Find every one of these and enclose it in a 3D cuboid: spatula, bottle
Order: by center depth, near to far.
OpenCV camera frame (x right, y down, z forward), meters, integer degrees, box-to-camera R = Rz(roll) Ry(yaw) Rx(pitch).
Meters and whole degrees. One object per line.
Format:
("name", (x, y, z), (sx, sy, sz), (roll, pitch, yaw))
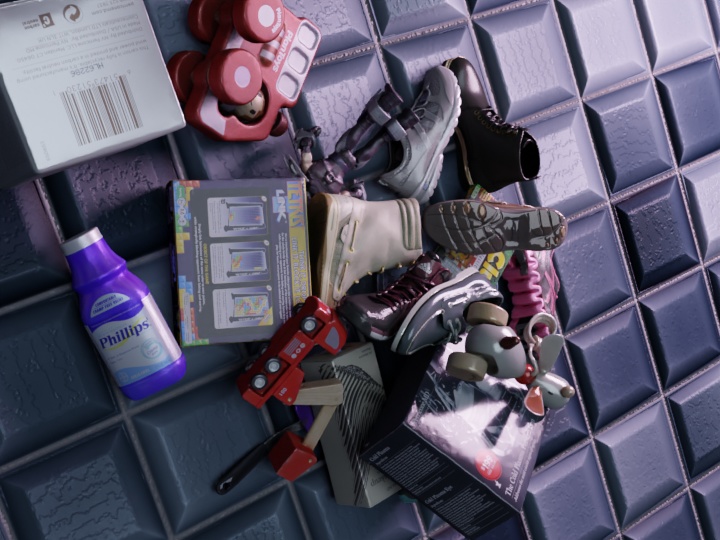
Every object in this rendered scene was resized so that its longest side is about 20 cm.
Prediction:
("bottle", (-0.277, 0.048, 1.132), (0.083, 0.065, 0.200), (-25, 103, -2))
("spatula", (-0.107, 0.217, 1.257), (0.200, 0.021, 0.057), (-38, 113, -24))

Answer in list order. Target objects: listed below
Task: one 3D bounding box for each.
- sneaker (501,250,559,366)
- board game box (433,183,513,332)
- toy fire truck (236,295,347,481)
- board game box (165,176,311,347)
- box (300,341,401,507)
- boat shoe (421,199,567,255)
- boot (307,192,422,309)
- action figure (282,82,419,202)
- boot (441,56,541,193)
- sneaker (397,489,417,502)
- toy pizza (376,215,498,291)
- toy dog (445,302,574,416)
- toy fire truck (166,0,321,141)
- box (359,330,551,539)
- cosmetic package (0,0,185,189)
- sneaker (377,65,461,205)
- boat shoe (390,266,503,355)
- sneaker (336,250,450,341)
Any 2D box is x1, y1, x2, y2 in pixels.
("sneaker", (0.265, 0.046, 1.454), (0.095, 0.079, 0.200), (-12, 96, -41))
("board game box", (0.150, -0.011, 1.374), (0.105, 0.023, 0.200), (38, 70, -23))
("toy fire truck", (-0.071, 0.143, 1.195), (0.141, 0.049, 0.200), (39, 94, -26))
("board game box", (-0.147, -0.012, 1.204), (0.165, 0.057, 0.200), (-3, 90, -20))
("box", (-0.008, 0.199, 1.280), (0.082, 0.068, 0.200), (-22, 100, -43))
("boat shoe", (0.178, -0.060, 1.342), (0.200, 0.072, 0.076), (6, 100, -9))
("boot", (0.000, 0.000, 1.275), (0.154, 0.072, 0.200), (-1, 107, -31))
("action figure", (-0.016, -0.149, 1.279), (0.200, 0.069, 0.130), (-42, 120, 1))
("boot", (0.188, -0.210, 1.371), (0.077, 0.138, 0.200), (-21, 98, -28))
("sneaker", (0.101, 0.228, 1.354), (0.091, 0.078, 0.200), (49, 58, -13))
("toy pizza", (0.106, 0.021, 1.378), (0.200, 0.032, 0.200), (2, 85, -28))
("toy dog", (0.202, 0.110, 1.206), (0.200, 0.096, 0.132), (8, 82, -35))
("toy fire truck", (-0.133, -0.247, 1.214), (0.168, 0.112, 0.200), (30, 75, -45))
("box", (0.127, 0.199, 1.249), (0.182, 0.104, 0.200), (37, 43, -7))
("cosmetic package", (-0.316, -0.194, 1.043), (0.167, 0.200, 0.167), (-24, 101, -28))
("sneaker", (0.080, -0.193, 1.345), (0.082, 0.075, 0.200), (19, 75, -21))
("boat shoe", (0.112, 0.057, 1.226), (0.062, 0.073, 0.200), (37, 39, 19))
("sneaker", (0.048, 0.022, 1.223), (0.116, 0.076, 0.200), (-55, 161, 12))
